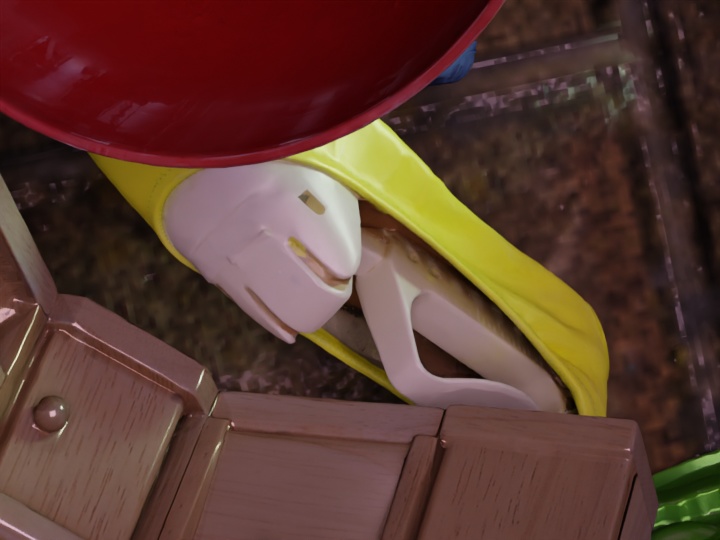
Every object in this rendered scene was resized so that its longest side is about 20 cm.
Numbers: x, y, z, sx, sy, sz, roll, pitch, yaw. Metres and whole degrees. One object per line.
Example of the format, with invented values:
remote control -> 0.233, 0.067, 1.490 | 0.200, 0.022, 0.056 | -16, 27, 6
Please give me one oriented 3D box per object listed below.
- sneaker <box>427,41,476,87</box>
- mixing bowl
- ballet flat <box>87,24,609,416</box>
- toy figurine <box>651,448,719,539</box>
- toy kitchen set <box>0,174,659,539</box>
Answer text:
sneaker -> -0.060, -0.100, 0.754 | 0.199, 0.075, 0.089 | 8, 87, -9
mixing bowl -> -0.029, -0.132, 0.644 | 0.199, 0.108, 0.201 | 4, 102, 18
ballet flat -> 0.000, 0.000, 0.730 | 0.200, 0.067, 0.067 | 34, 124, -31
toy figurine -> 0.122, 0.162, 0.759 | 0.199, 0.150, 0.185 | -16, 101, 3
toy kitchen set -> -0.051, 0.066, 0.639 | 0.199, 0.181, 0.164 | 3, 50, 21
